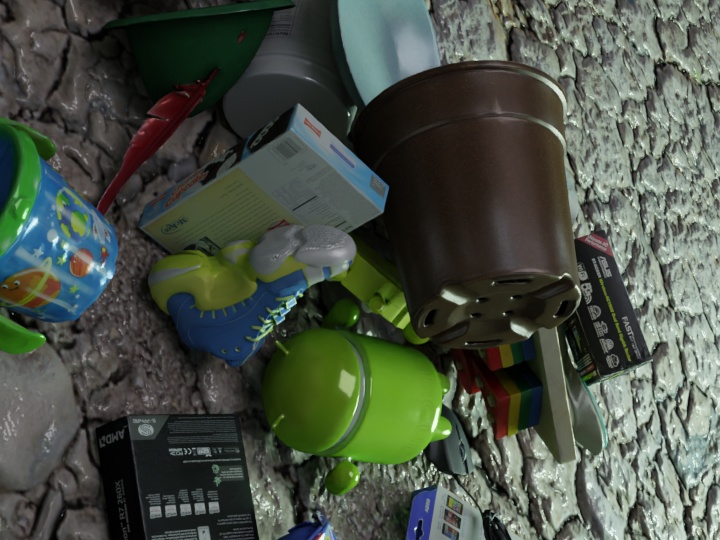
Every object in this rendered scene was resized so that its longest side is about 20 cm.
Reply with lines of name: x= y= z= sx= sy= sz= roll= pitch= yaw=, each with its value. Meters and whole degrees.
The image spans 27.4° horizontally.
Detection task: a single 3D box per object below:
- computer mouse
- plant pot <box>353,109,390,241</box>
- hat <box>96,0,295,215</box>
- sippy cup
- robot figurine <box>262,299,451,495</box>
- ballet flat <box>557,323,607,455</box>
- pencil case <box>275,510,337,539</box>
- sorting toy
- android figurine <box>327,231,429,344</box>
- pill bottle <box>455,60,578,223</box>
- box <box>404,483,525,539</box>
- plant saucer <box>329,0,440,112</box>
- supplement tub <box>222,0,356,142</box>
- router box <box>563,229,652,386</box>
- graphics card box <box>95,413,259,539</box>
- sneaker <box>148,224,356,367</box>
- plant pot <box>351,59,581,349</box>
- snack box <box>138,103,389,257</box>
computer mouse: x=0.109 y=0.208 z=1.463 sx=0.059 sy=0.034 sz=0.200 roll=7 pitch=48 yaw=-60
plant pot: x=0.040 y=-0.086 z=1.507 sx=0.200 sy=0.027 sz=0.201 roll=-18 pitch=90 yaw=-78
hat: x=-0.148 y=-0.148 z=1.352 sx=0.166 sy=0.199 sz=0.177 roll=-119 pitch=-158 yaw=-82
sippy cup: x=-0.265 y=-0.026 z=1.154 sx=0.130 sy=0.139 sz=0.178 roll=37 pitch=72 yaw=-44
robot figurine: x=-0.006 y=0.117 z=1.365 sx=0.200 sy=0.116 sz=0.176 roll=14 pitch=70 yaw=-43
ballet flat: x=0.213 y=0.118 z=1.655 sx=0.064 sy=0.067 sz=0.201 roll=-17 pitch=83 yaw=-22
pencil case: x=-0.018 y=0.309 z=1.291 sx=0.200 sy=0.078 sz=0.087 roll=59 pitch=33 yaw=-9
sorting toy: x=0.137 y=0.071 z=1.481 sx=0.200 sy=0.069 sz=0.199 roll=-122 pitch=-163 yaw=-62
android figurine: x=0.000 y=0.000 z=1.395 sx=0.182 sy=0.041 sz=0.200 roll=40 pitch=7 yaw=-7
pill bottle: x=0.140 y=-0.115 z=1.551 sx=0.200 sy=0.111 sz=0.111 roll=46 pitch=44 yaw=-26
box: x=0.106 y=0.299 z=1.461 sx=0.200 sy=0.041 sz=0.119 roll=35 pitch=49 yaw=-28
plant saucer: x=0.016 y=-0.212 z=1.414 sx=0.201 sy=0.039 sz=0.202 roll=31 pitch=54 yaw=-54
supplement tub: x=-0.056 y=-0.228 z=1.464 sx=0.132 sy=0.132 sz=0.200 roll=34 pitch=50 yaw=-32
router box: x=0.260 y=0.047 z=1.641 sx=0.200 sy=0.062 sz=0.150 roll=62 pitch=9 yaw=-82
graphics card box: x=-0.144 y=0.219 z=1.219 sx=0.125 sy=0.051 sz=0.201 roll=3 pitch=71 yaw=-46
sneaker: x=-0.084 y=0.024 z=1.277 sx=0.076 sy=0.199 sz=0.105 roll=-46 pitch=124 yaw=-55
plant pot: x=0.103 y=-0.049 z=1.311 sx=0.200 sy=0.200 sz=0.199 roll=18 pitch=53 yaw=-41
snack box: x=-0.087 y=-0.055 z=1.294 sx=0.116 sy=0.200 sz=0.037 roll=41 pitch=40 yaw=-27
